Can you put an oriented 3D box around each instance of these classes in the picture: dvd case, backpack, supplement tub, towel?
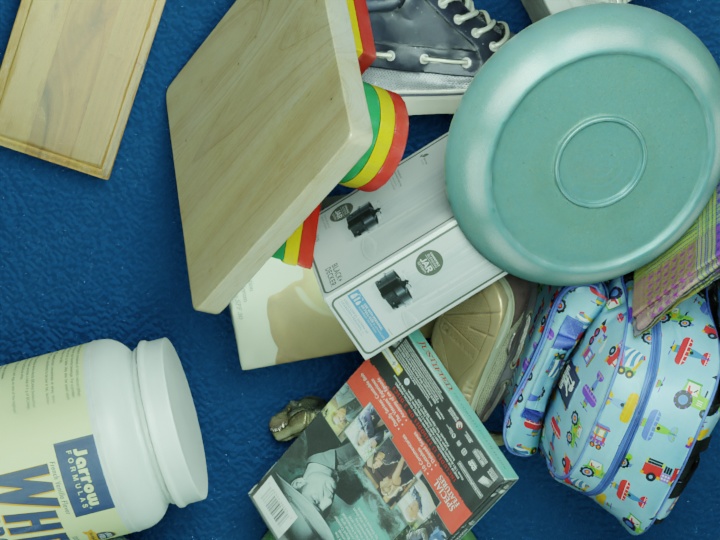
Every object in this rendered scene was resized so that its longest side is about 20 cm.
[{"bbox_3d":[0.012,0.155,1.608,0.200,0.022,0.146,-50,61,28],"label":"dvd case"},{"bbox_3d":[0.183,0.083,1.609,0.134,0.200,0.184,19,116,-9],"label":"backpack"},{"bbox_3d":[-0.223,0.133,1.646,0.198,0.145,0.146,-15,110,3],"label":"supplement tub"},{"bbox_3d":[0.252,-0.052,1.509,0.023,0.144,0.200,33,130,-21],"label":"towel"}]

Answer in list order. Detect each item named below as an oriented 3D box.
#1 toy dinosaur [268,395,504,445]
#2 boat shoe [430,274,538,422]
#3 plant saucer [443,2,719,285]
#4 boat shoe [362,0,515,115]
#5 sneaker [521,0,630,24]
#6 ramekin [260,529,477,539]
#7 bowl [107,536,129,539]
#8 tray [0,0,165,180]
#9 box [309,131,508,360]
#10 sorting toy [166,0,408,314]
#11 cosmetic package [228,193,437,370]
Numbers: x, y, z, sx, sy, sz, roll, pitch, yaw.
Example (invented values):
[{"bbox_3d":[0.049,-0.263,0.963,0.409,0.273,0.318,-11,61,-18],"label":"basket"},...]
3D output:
[{"bbox_3d":[0.029,0.143,1.695,0.198,0.089,0.048,7,151,-5],"label":"toy dinosaur"},{"bbox_3d":[0.077,0.079,1.614,0.064,0.072,0.201,-10,134,-38],"label":"boat shoe"},{"bbox_3d":[0.153,-0.075,1.454,0.198,0.027,0.202,-7,118,-12],"label":"plant saucer"},{"bbox_3d":[0.078,-0.165,1.589,0.198,0.075,0.094,-5,113,-3],"label":"boat shoe"},{"bbox_3d":[0.168,-0.198,1.519,0.115,0.201,0.074,-15,127,0],"label":"sneaker"},{"bbox_3d":[0.008,0.275,1.730,0.198,0.098,0.202,-1,109,-2],"label":"ramekin"},{"bbox_3d":[-0.221,0.264,1.684,0.199,0.201,0.106,-15,90,3],"label":"bowl"},{"bbox_3d":[-0.196,-0.175,1.595,0.098,0.037,0.201,18,109,-8],"label":"tray"},{"bbox_3d":[0.063,-0.037,1.535,0.199,0.117,0.060,-32,119,5],"label":"box"},{"bbox_3d":[-0.047,-0.099,1.525,0.069,0.200,0.200,15,137,-31],"label":"sorting toy"},{"bbox_3d":[0.000,0.000,1.646,0.198,0.071,0.106,-11,110,1],"label":"cosmetic package"}]
